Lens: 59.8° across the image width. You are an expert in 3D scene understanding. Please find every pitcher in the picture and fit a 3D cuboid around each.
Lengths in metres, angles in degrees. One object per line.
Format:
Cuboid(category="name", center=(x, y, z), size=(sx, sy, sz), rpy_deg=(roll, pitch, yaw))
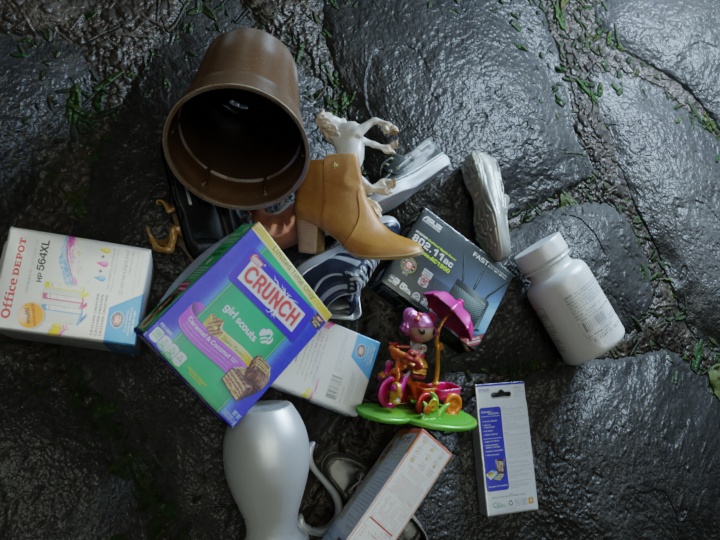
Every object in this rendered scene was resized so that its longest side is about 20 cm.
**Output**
Cuboid(category="pitcher", center=(-0.106, 0.287, 0.879), size=(0.168, 0.120, 0.206), rpy_deg=(-5, 91, -31))

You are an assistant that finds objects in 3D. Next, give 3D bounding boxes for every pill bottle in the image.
Cuboid(category="pill bottle", center=(0.348, 0.045, 1.062), size=(0.113, 0.114, 0.203), rpy_deg=(-30, 89, -20))

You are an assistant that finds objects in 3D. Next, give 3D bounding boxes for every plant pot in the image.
Cuboid(category="plant pot", center=(-0.167, -0.229, 0.902), size=(0.195, 0.202, 0.201), rpy_deg=(12, 45, -14))

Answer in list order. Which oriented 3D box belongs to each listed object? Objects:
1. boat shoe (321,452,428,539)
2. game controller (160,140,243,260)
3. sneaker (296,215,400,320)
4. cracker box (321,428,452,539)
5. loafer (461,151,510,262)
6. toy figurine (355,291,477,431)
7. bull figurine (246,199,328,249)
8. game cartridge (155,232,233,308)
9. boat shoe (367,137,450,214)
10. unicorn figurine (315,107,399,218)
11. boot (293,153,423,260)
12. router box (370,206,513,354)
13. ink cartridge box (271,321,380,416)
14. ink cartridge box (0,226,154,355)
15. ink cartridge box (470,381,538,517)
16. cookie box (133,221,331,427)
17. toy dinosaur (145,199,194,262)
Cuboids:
Cuboid(category="boat shoe", center=(0.026, 0.343, 0.931), size=(0.200, 0.057, 0.067), rpy_deg=(44, 70, -5))
Cuboid(category="game controller", center=(-0.232, -0.109, 0.934), size=(0.103, 0.042, 0.204), rpy_deg=(-8, 75, -39))
Cuboid(category="sneaker", center=(0.000, 0.000, 0.963), size=(0.198, 0.071, 0.109), rpy_deg=(-32, 50, -15))
Cuboid(category="cracker box", center=(0.031, 0.312, 0.847), size=(0.057, 0.134, 0.201), rpy_deg=(39, 74, 0))
Cuboid(category="loafer", center=(0.228, -0.112, 1.075), size=(0.068, 0.070, 0.205), rpy_deg=(0, 71, -24))
Cuboid(category="toy figurine", center=(0.093, 0.122, 0.920), size=(0.196, 0.149, 0.189), rpy_deg=(8, 91, -31))
Cuboid(category="bull figurine", center=(-0.089, -0.092, 0.982), size=(0.197, 0.065, 0.124), rpy_deg=(-20, 78, -26))
Cuboid(category="game cartridge", center=(-0.204, 0.045, 0.897), size=(0.201, 0.040, 0.134), rpy_deg=(-49, 135, -20))
Cuboid(category="boat shoe", center=(0.063, -0.157, 1.047), size=(0.198, 0.072, 0.071), rpy_deg=(-34, 82, -31))
Cuboid(category="unicorn figurine", center=(-0.009, -0.186, 0.974), size=(0.134, 0.074, 0.204), rpy_deg=(4, 62, 2))
Cuboid(category="boot", center=(-0.003, -0.093, 0.901), size=(0.196, 0.071, 0.148), rpy_deg=(5, 98, 12))
Cuboid(category="router box", center=(0.135, 0.018, 1.029), size=(0.198, 0.062, 0.152), rpy_deg=(35, 70, -8))
Cuboid(category="ink cartridge box", center=(-0.083, 0.129, 0.936), size=(0.196, 0.068, 0.118), rpy_deg=(23, 73, -12))
Cuboid(category="ink cartridge box", center=(-0.386, 0.031, 0.831), size=(0.195, 0.125, 0.132), rpy_deg=(9, 76, -16))
Cuboid(category="ink cartridge box", center=(0.231, 0.287, 1.019), size=(0.092, 0.037, 0.206), rpy_deg=(-1, 82, -16))
Cuboid(category="cookie box", center=(-0.161, 0.067, 0.821), size=(0.200, 0.075, 0.172), rpy_deg=(-48, 114, -21))
Cuboid(category="toy dinosaur", center=(-0.256, -0.049, 0.923), size=(0.104, 0.060, 0.205), rpy_deg=(-16, 84, -21))
